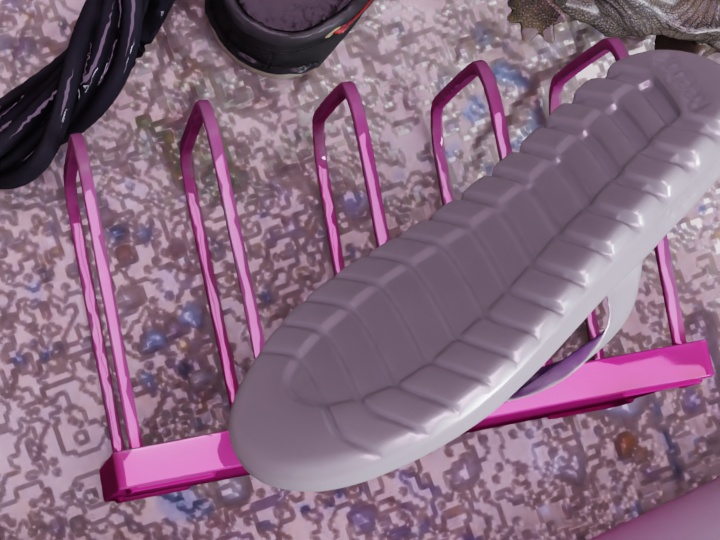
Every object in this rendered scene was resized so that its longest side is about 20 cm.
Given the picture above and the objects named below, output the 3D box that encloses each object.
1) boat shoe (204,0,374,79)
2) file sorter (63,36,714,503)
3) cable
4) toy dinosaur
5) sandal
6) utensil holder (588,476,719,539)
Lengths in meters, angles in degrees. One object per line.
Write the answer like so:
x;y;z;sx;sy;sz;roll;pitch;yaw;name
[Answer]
0.008;-0.164;1.017;0.073;0.063;0.202;28;82;-3;boat shoe
0.000;0.000;0.970;0.199;0.139;0.126;-10;86;-8;file sorter
-0.140;-0.123;0.987;0.163;0.051;0.200;28;88;7;cable
0.081;-0.136;1.015;0.077;0.102;0.200;-39;86;20;toy dinosaur
0.050;0.010;0.878;0.202;0.082;0.050;-39;132;-12;sandal
0.132;0.157;0.965;0.199;0.170;0.170;-23;90;-7;utensil holder
